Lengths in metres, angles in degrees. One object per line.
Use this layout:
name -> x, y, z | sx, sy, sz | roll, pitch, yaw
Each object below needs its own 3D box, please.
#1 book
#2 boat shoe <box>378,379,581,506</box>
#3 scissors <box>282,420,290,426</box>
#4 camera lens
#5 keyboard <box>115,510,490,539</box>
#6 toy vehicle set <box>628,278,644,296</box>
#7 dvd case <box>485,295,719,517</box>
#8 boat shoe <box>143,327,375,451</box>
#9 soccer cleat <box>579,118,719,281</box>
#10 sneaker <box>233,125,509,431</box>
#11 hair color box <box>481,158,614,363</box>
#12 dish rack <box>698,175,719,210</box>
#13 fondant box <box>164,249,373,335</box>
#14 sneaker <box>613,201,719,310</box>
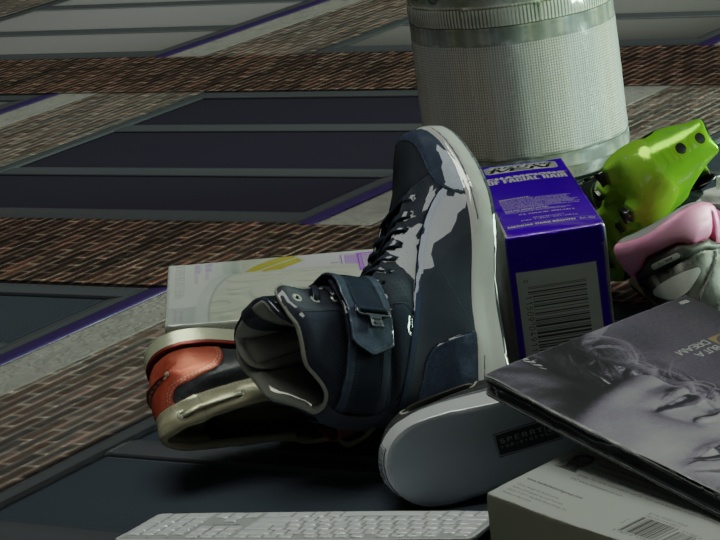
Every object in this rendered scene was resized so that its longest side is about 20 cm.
book -> 0.180, 0.106, 1.448 | 0.200, 0.048, 0.133 | -19, 21, -36
boat shoe -> 0.105, 0.079, 1.569 | 0.199, 0.070, 0.066 | -16, 15, -2
scissors -> -0.050, 0.073, 1.791 | 0.073, 0.014, 0.200 | -1, 16, 16
camera lens -> 0.120, -0.165, 2.266 | 0.159, 0.201, 0.160 | -8, 14, 2
keyboard -> -0.027, 0.134, 1.522 | 0.199, 0.011, 0.056 | -2, 15, 22
toy vehicle set -> 0.282, -0.008, 1.897 | 0.199, 0.027, 0.124 | -10, 13, -8
dvd case -> 0.182, 0.069, 1.455 | 0.148, 0.016, 0.200 | -19, 32, -37
boat shoe -> -0.025, 0.072, 1.668 | 0.199, 0.071, 0.063 | 2, 47, -18
soccer cleat -> 0.179, -0.043, 1.846 | 0.081, 0.068, 0.200 | -30, -8, -11
sneaker -> 0.001, 0.000, 1.636 | 0.146, 0.203, 0.077 | 6, -33, -21
hair color box -> 0.111, 0.006, 1.762 | 0.065, 0.110, 0.200 | -8, 14, -3
dish rack -> 0.316, -0.048, 1.860 | 0.199, 0.044, 0.171 | 0, 11, 34
fondant box -> -0.019, 0.032, 1.792 | 0.199, 0.058, 0.144 | -4, 15, -2
sneaker -> 0.217, 0.022, 1.731 | 0.079, 0.096, 0.200 | -33, -19, 21
